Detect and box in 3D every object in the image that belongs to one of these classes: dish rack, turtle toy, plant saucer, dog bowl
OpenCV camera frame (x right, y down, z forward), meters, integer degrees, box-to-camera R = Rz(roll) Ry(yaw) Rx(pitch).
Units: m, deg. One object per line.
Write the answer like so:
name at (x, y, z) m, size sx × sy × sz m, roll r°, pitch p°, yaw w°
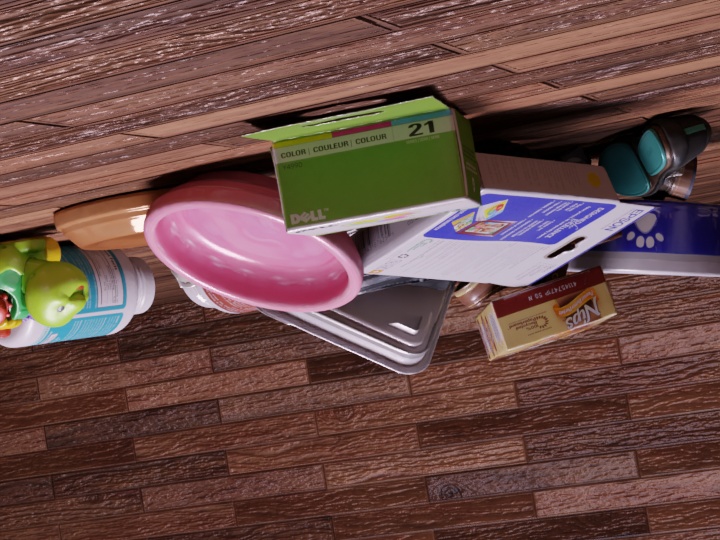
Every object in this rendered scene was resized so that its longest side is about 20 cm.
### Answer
dish rack at (0.000, 0.000, 1.625) m, size 0.199 × 0.172 × 0.044 m, roll 25°, pitch 139°, yaw -4°
turtle toy at (-0.371, 0.018, 1.678) m, size 0.199 × 0.102 × 0.146 m, roll -10°, pitch 177°, yaw 27°
plant saucer at (-0.091, -0.029, 1.430) m, size 0.199 × 0.051 × 0.201 m, roll 12°, pitch 155°, yaw 6°
dog bowl at (0.316, -0.035, 1.814) m, size 0.199 × 0.079 × 0.200 m, roll 2°, pitch 180°, yaw 0°
plant saucer at (-0.193, -0.050, 1.552) m, size 0.199 × 0.038 × 0.200 m, roll -10°, pitch 178°, yaw 0°

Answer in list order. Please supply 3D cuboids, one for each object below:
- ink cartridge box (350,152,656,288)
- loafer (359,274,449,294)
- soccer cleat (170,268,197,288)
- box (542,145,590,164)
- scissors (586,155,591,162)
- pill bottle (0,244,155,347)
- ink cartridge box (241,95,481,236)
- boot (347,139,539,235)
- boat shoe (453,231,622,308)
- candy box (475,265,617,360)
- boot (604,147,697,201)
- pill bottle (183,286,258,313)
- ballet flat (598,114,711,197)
ink cartridge box at (0.124, -0.042, 1.439) m, size 0.199 × 0.047 × 0.197 m, roll 2°, pitch 157°, yaw -35°
loafer at (0.068, -0.009, 1.587) m, size 0.200 × 0.071 × 0.068 m, roll -18°, pitch -148°, yaw -16°
soccer cleat at (-0.172, -0.023, 1.757) m, size 0.069 × 0.078 × 0.200 m, roll -9°, pitch 177°, yaw -16°
box at (0.145, -0.062, 1.755) m, size 0.161 × 0.049 × 0.200 m, roll -31°, pitch -174°, yaw -21°
scissors at (0.204, -0.058, 1.763) m, size 0.073 × 0.014 × 0.200 m, roll -34°, pitch -163°, yaw 42°
pill bottle at (-0.337, 0.026, 1.883) m, size 0.110 × 0.111 × 0.200 m, roll -11°, pitch 176°, yaw 42°
ink cartridge box at (0.005, -0.076, 1.223) m, size 0.147 × 0.076 × 0.200 m, roll -10°, pitch 179°, yaw 11°
boot at (0.068, -0.069, 1.542) m, size 0.210 × 0.080 × 0.158 m, roll 6°, pitch 162°, yaw -38°
boat shoe at (0.190, -0.014, 1.685) m, size 0.200 × 0.068 × 0.072 m, roll -33°, pitch -175°, yaw -14°
candy box at (0.185, 0.046, 1.644) m, size 0.115 × 0.056 × 0.200 m, roll -18°, pitch 175°, yaw -2°
boot at (0.304, -0.118, 1.802) m, size 0.096 × 0.075 × 0.200 m, roll 13°, pitch 180°, yaw -4°
pill bottle at (-0.125, -0.010, 1.859) m, size 0.112 × 0.113 × 0.200 m, roll -7°, pitch 177°, yaw -37°
ballet flat at (0.301, -0.116, 1.620) m, size 0.068 × 0.068 × 0.200 m, roll -22°, pitch 180°, yaw -10°
